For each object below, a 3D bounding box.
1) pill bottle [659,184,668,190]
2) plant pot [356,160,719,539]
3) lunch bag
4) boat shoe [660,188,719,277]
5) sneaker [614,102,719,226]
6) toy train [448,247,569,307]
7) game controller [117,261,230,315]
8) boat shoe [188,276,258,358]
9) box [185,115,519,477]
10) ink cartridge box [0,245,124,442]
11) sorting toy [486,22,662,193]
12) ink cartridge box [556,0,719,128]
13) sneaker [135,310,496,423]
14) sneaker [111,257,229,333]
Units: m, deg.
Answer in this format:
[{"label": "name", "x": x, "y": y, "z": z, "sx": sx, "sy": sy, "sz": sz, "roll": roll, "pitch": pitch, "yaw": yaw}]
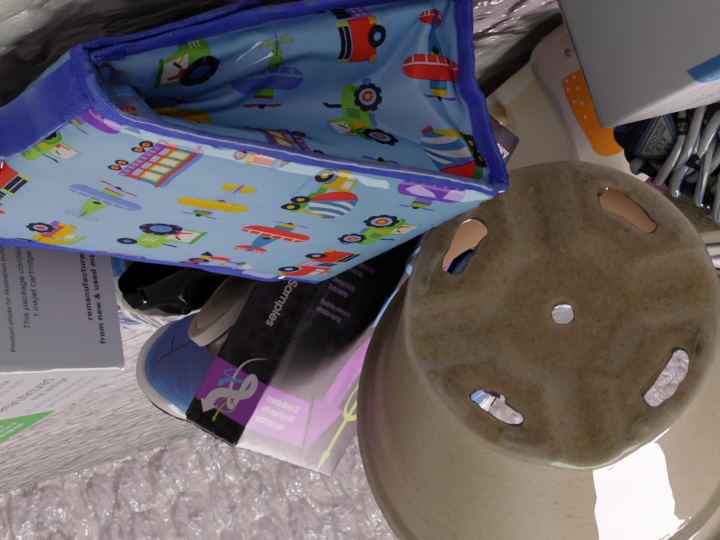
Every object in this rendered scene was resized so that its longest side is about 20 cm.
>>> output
[{"label": "pill bottle", "x": 0.198, "y": -0.057, "z": 1.653, "sx": 0.114, "sy": 0.115, "sz": 0.200, "roll": -16, "pitch": 174, "yaw": -14}, {"label": "plant pot", "x": 0.089, "y": 0.042, "z": 1.196, "sx": 0.200, "sy": 0.201, "sz": 0.184, "roll": -18, "pitch": 163, "yaw": 0}, {"label": "lunch bag", "x": -0.069, "y": -0.049, "z": 1.076, "sx": 0.199, "sy": 0.094, "sz": 0.150, "roll": -4, "pitch": 167, "yaw": -34}, {"label": "boat shoe", "x": 0.187, "y": -0.009, "z": 1.512, "sx": 0.199, "sy": 0.062, "sz": 0.075, "roll": 1, "pitch": -153, "yaw": -13}, {"label": "sneaker", "x": 0.161, "y": -0.054, "z": 1.228, "sx": 0.085, "sy": 0.200, "sz": 0.077, "roll": 1, "pitch": 132, "yaw": -38}, {"label": "toy train", "x": 0.053, "y": -0.022, "z": 1.550, "sx": 0.199, "sy": 0.115, "sz": 0.087, "roll": -15, "pitch": -175, "yaw": -20}, {"label": "game controller", "x": -0.057, "y": -0.029, "z": 1.351, "sx": 0.104, "sy": 0.042, "sz": 0.200, "roll": -34, "pitch": -173, "yaw": 16}, {"label": "boat shoe", "x": -0.028, "y": 0.009, "z": 1.383, "sx": 0.072, "sy": 0.060, "sz": 0.200, "roll": -33, "pitch": -173, "yaw": 24}, {"label": "box", "x": 0.000, "y": 0.000, "z": 1.299, "sx": 0.200, "sy": 0.036, "sz": 0.143, "roll": -62, "pitch": 159, "yaw": 0}, {"label": "ink cartridge box", "x": -0.225, "y": 0.025, "z": 1.156, "sx": 0.199, "sy": 0.084, "sz": 0.146, "roll": -1, "pitch": 164, "yaw": -31}, {"label": "sorting toy", "x": 0.153, "y": -0.094, "z": 1.420, "sx": 0.180, "sy": 0.107, "sz": 0.200, "roll": -36, "pitch": 180, "yaw": -18}, {"label": "ink cartridge box", "x": 0.205, "y": -0.134, "z": 1.146, "sx": 0.200, "sy": 0.084, "sz": 0.145, "roll": -14, "pitch": 173, "yaw": -35}, {"label": "sneaker", "x": -0.023, "y": 0.047, "z": 1.450, "sx": 0.199, "sy": 0.076, "sz": 0.077, "roll": -2, "pitch": 170, "yaw": 0}, {"label": "sneaker", "x": -0.103, "y": 0.000, "z": 1.557, "sx": 0.085, "sy": 0.077, "sz": 0.200, "roll": -14, "pitch": 168, "yaw": 32}]
